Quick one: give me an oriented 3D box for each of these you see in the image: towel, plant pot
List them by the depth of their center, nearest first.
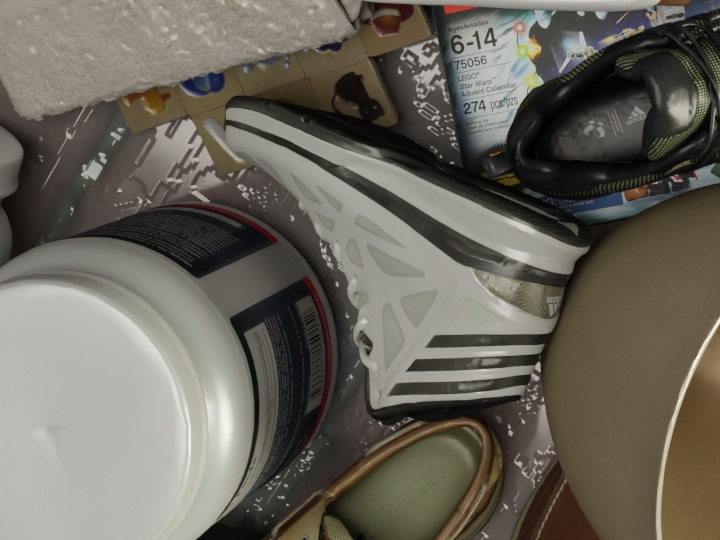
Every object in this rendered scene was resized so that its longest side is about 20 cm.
[{"bbox_3d":[0.153,0.044,1.024,0.134,0.199,0.202,28,108,47],"label":"plant pot"},{"bbox_3d":[-0.099,-0.145,1.084,0.199,0.035,0.133,-13,111,27],"label":"towel"}]

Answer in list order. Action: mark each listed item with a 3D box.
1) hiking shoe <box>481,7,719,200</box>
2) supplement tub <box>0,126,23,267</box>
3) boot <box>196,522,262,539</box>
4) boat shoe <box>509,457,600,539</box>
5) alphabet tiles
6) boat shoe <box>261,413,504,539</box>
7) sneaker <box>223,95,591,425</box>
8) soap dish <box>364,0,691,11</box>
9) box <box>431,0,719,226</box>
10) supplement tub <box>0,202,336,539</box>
[{"bbox_3d":[0.149,-0.073,0.993,0.199,0.101,0.076,-25,94,18],"label":"hiking shoe"},{"bbox_3d":[-0.245,0.019,1.139,0.140,0.140,0.201,22,104,11],"label":"supplement tub"},{"bbox_3d":[-0.014,0.191,1.153,0.199,0.074,0.076,25,134,6],"label":"boot"},{"bbox_3d":[0.092,0.168,1.081,0.075,0.072,0.201,17,81,1],"label":"boat shoe"},{"bbox_3d":[-0.064,-0.143,1.096,0.166,0.006,0.201,-16,110,27],"label":"alphabet tiles"},{"bbox_3d":[-0.013,0.133,1.085,0.076,0.074,0.200,42,76,9],"label":"boat shoe"},{"bbox_3d":[0.000,0.000,1.049,0.200,0.075,0.116,27,103,38],"label":"sneaker"},{"bbox_3d":[0.058,-0.204,0.969,0.156,0.081,0.201,3,125,9],"label":"soap dish"},{"bbox_3d":[0.136,-0.096,1.068,0.199,0.040,0.138,-11,95,17],"label":"box"},{"bbox_3d":[-0.100,0.050,1.064,0.139,0.200,0.141,2,99,15],"label":"supplement tub"}]
